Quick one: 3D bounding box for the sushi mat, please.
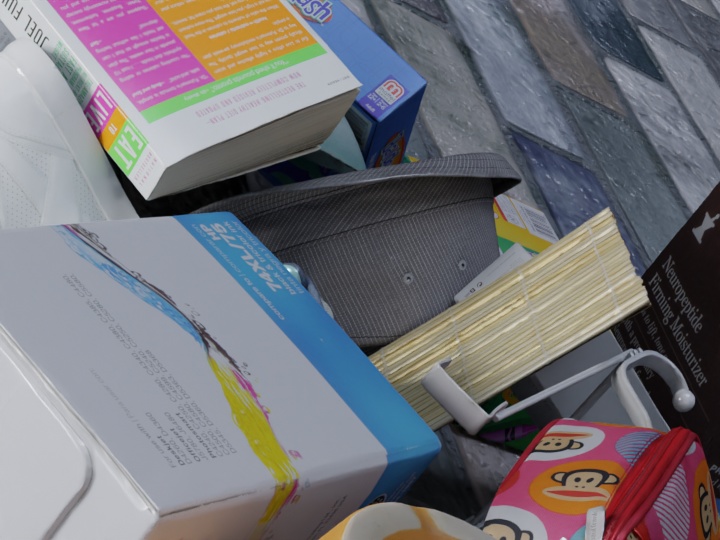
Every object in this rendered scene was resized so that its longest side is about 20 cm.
[{"bbox_3d":[0.049,0.043,1.127,0.012,0.199,0.096,54,10,-29],"label":"sushi mat"}]

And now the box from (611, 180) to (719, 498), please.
[{"bbox_3d":[0.274,0.055,1.408,0.164,0.200,0.166,25,26,-26],"label":"box"}]

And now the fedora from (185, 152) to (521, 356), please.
[{"bbox_3d":[0.000,0.000,1.221,0.199,0.177,0.091,-10,84,-37],"label":"fedora"}]

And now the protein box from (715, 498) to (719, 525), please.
[{"bbox_3d":[0.234,0.234,1.103,0.199,0.135,0.199,14,33,-44],"label":"protein box"}]

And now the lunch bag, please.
[{"bbox_3d":[0.093,0.174,0.945,0.081,0.201,0.176,4,19,23],"label":"lunch bag"}]

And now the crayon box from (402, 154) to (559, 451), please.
[{"bbox_3d":[0.085,0.025,1.372,0.118,0.058,0.200,21,29,-33],"label":"crayon box"}]

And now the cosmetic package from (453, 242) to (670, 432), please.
[{"bbox_3d":[0.125,0.081,1.216,0.083,0.051,0.200,41,-11,50],"label":"cosmetic package"}]

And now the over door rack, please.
[{"bbox_3d":[0.065,0.109,1.074,0.199,0.148,0.067,-1,47,-53],"label":"over door rack"}]

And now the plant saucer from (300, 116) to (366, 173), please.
[{"bbox_3d":[-0.078,-0.108,1.233,0.200,0.039,0.201,25,0,0],"label":"plant saucer"}]

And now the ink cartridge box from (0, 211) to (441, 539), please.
[{"bbox_3d":[-0.101,0.080,0.894,0.146,0.147,0.200,47,24,20],"label":"ink cartridge box"}]

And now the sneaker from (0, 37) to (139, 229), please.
[{"bbox_3d":[-0.155,0.007,1.063,0.201,0.115,0.074,61,-22,-15],"label":"sneaker"}]

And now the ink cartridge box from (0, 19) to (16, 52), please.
[{"bbox_3d":[-0.239,-0.194,1.159,0.199,0.041,0.200,28,23,-22],"label":"ink cartridge box"}]

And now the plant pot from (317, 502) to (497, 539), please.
[{"bbox_3d":[-0.006,0.188,0.784,0.200,0.184,0.201,31,24,-16],"label":"plant pot"}]

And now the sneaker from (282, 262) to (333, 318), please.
[{"bbox_3d":[-0.033,0.036,1.068,0.200,0.077,0.087,-171,-115,-84],"label":"sneaker"}]

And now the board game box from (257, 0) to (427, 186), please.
[{"bbox_3d":[-0.056,-0.124,1.341,0.200,0.152,0.045,44,64,13],"label":"board game box"}]

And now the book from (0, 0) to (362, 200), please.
[{"bbox_3d":[-0.111,-0.132,1.107,0.133,0.048,0.200,-22,67,-45],"label":"book"}]
